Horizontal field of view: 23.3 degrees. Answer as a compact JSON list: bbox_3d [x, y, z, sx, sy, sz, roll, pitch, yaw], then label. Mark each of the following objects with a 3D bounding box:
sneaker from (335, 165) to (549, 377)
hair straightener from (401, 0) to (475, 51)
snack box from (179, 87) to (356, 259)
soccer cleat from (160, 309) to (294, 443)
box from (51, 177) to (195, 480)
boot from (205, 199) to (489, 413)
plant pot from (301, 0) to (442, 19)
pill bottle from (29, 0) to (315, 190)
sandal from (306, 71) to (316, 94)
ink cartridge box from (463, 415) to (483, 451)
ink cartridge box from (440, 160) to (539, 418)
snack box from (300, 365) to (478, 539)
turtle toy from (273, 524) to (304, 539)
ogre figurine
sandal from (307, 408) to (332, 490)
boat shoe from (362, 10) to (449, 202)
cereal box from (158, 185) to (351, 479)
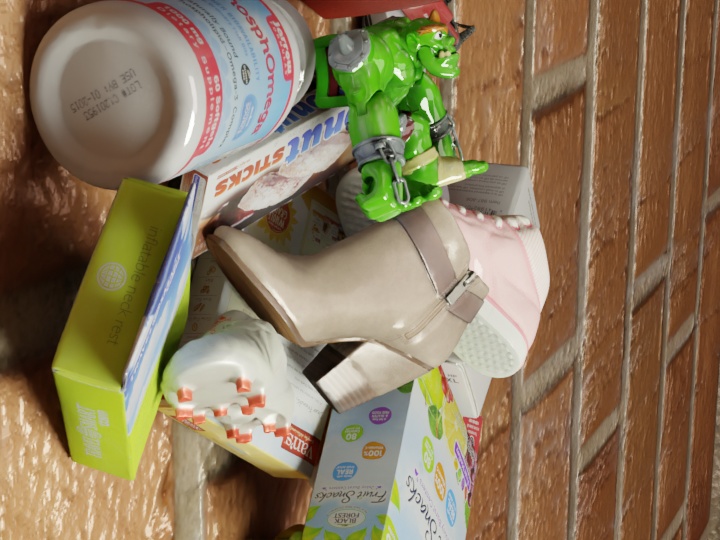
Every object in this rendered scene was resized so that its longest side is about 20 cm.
[{"bbox_3d":[0.068,-0.023,1.301,0.200,0.075,0.105,48,52,-19],"label":"sneaker"},{"bbox_3d":[0.066,-0.241,1.509,0.200,0.041,0.077,16,61,-70],"label":"hair straightener"},{"bbox_3d":[-0.050,-0.079,1.184,0.200,0.024,0.072,-34,150,-43],"label":"snack box"},{"bbox_3d":[-0.083,0.058,1.094,0.200,0.069,0.078,60,21,-75],"label":"soccer cleat"},{"bbox_3d":[-0.133,0.035,1.003,0.200,0.048,0.122,105,1,-67],"label":"box"},{"bbox_3d":[0.000,0.000,1.187,0.146,0.070,0.200,-42,129,-9],"label":"boot"},{"bbox_3d":[0.035,-0.299,1.259,0.200,0.176,0.200,25,73,-68],"label":"plant pot"},{"bbox_3d":[-0.103,-0.118,1.050,0.200,0.108,0.109,-34,127,-63],"label":"pill bottle"},{"bbox_3d":[-0.037,-0.126,1.290,0.055,0.082,0.200,-59,163,-3],"label":"sandal"},{"bbox_3d":[0.037,0.213,1.532,0.144,0.083,0.201,30,69,-68],"label":"ink cartridge box"},{"bbox_3d":[0.050,0.009,1.424,0.084,0.144,0.200,70,34,-50],"label":"ink cartridge box"},{"bbox_3d":[0.027,0.169,1.290,0.169,0.067,0.200,66,28,-43],"label":"snack box"},{"bbox_3d":[-0.042,0.293,1.329,0.146,0.101,0.201,-31,124,-64],"label":"turtle toy"},{"bbox_3d":[0.021,-0.104,1.144,0.200,0.098,0.120,-28,103,-53],"label":"ogre figurine"},{"bbox_3d":[-0.038,0.129,1.348,0.079,0.059,0.207,-35,117,-40],"label":"sandal"},{"bbox_3d":[0.019,-0.131,1.417,0.072,0.068,0.201,24,52,-65],"label":"boat shoe"},{"bbox_3d":[-0.064,0.032,1.241,0.144,0.039,0.201,38,61,-46],"label":"cereal box"}]
